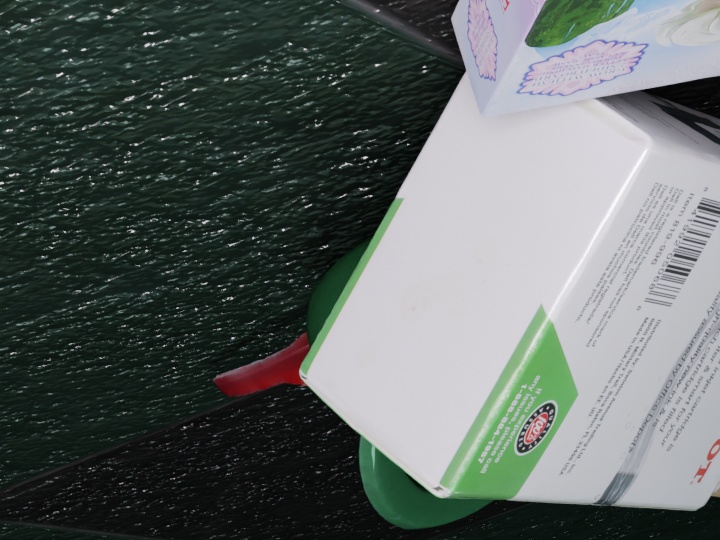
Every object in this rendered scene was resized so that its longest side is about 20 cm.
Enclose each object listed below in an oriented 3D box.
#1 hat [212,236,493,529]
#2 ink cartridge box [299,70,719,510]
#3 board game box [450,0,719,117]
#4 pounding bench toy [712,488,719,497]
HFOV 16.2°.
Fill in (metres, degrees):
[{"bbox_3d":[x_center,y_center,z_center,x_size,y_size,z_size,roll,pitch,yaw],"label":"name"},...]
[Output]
[{"bbox_3d":[0.000,0.000,1.069,0.165,0.176,0.200,18,106,-56],"label":"hat"},{"bbox_3d":[0.091,0.008,0.947,0.200,0.083,0.147,12,111,-56],"label":"ink cartridge box"},{"bbox_3d":[0.144,-0.117,0.769,0.199,0.041,0.200,-11,163,-13],"label":"board game box"},{"bbox_3d":[0.235,0.054,1.128,0.156,0.201,0.124,-22,162,26],"label":"pounding bench toy"}]
